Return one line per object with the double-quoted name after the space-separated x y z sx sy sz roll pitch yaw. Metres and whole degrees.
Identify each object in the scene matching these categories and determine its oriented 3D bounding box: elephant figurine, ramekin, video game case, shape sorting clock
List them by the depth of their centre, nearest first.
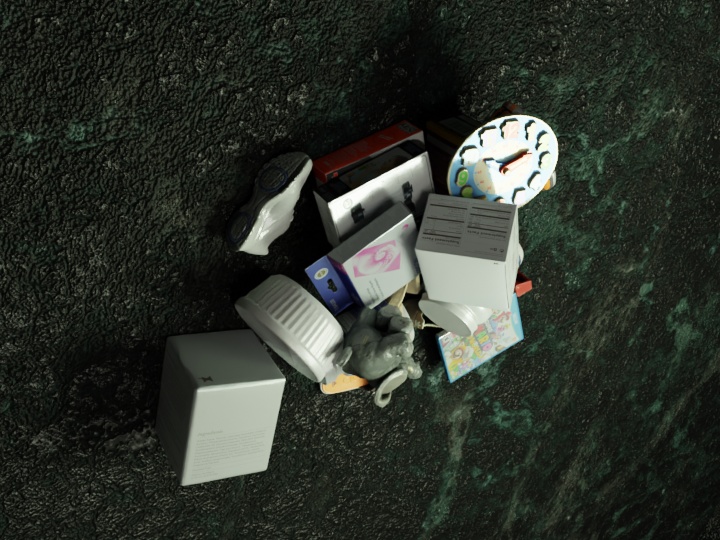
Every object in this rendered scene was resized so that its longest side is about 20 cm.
0.240 -0.172 1.305 0.198 0.039 0.202 -9 128 -12 "shape sorting clock"
-0.117 0.095 1.361 0.094 0.202 0.203 -47 133 -15 "ramekin"
0.039 0.174 1.409 0.153 0.142 0.201 -2 132 2 "elephant figurine"
0.261 0.144 1.684 0.199 0.018 0.144 -29 129 -12 "video game case"

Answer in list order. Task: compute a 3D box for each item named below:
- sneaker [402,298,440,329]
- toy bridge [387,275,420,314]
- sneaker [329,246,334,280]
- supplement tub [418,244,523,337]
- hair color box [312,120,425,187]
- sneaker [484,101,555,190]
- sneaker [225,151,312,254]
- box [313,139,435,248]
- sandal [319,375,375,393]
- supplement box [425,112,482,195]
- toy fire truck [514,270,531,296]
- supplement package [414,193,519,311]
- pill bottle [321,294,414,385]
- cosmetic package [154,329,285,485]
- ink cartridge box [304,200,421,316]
0.176 0.091 1.625 0.198 0.075 0.071 -11 123 -29 "sneaker"
0.097 0.013 1.484 0.200 0.027 0.068 -55 146 -47 "toy bridge"
0.000 0.000 1.470 0.199 0.080 0.095 15 137 -44 "sneaker"
0.215 0.015 1.530 0.201 0.144 0.145 -56 134 -17 "supplement tub"
0.020 -0.177 1.371 0.199 0.061 0.102 -28 129 -18 "hair color box"
0.265 -0.194 1.378 0.112 0.078 0.200 -43 123 -2 "sneaker"
-0.144 -0.112 1.307 0.201 0.075 0.087 -51 144 12 "sneaker"
0.029 -0.124 1.328 0.199 0.060 0.117 -29 129 -15 "box"
0.016 0.224 1.610 0.205 0.059 0.080 -17 125 -25 "sandal"
0.184 -0.176 1.447 0.085 0.110 0.202 -19 127 -25 "supplement box"
0.285 0.098 1.714 0.199 0.049 0.142 -27 133 -17 "toy fire truck"
0.191 -0.028 1.360 0.200 0.154 0.112 67 35 -60 "supplement package"
-0.005 0.133 1.505 0.199 0.116 0.117 -28 129 -16 "pill bottle"
-0.251 0.236 1.367 0.165 0.167 0.202 -2 119 -31 "cosmetic package"
0.019 -0.004 1.349 0.199 0.043 0.197 -37 151 -4 "ink cartridge box"
